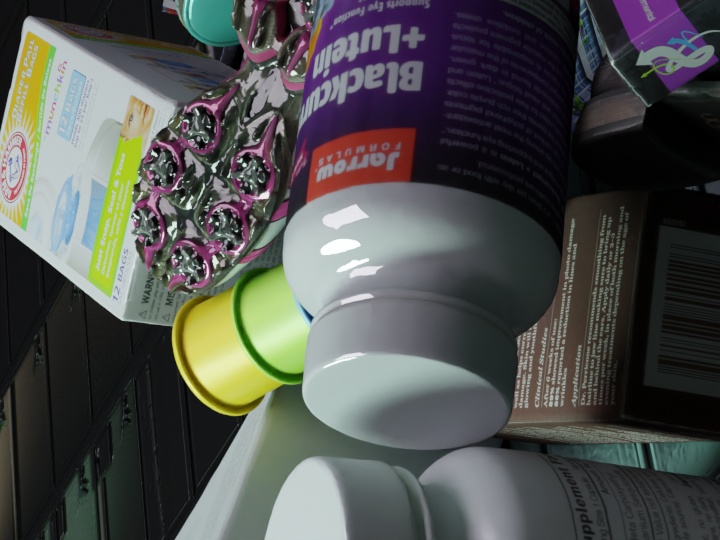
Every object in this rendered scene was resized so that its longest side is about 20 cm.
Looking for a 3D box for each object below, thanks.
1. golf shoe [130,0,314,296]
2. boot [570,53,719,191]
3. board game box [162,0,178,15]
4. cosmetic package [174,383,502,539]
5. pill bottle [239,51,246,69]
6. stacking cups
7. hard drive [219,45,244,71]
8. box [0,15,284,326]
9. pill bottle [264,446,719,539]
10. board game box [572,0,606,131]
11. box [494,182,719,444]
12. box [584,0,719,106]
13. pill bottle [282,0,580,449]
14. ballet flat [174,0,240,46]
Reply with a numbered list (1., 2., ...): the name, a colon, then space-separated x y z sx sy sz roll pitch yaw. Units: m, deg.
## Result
1. golf shoe: -0.032 -0.071 1.280 0.073 0.092 0.201 43 118 21
2. boot: 0.164 -0.127 1.111 0.199 0.069 0.175 -7 61 38
3. board game box: -0.002 -0.204 1.366 0.195 0.056 0.201 21 102 49
4. cosmetic package: -0.038 0.176 1.364 0.200 0.122 0.200 -70 7 -49
5. pill bottle: -0.006 -0.105 1.493 0.113 0.112 0.201 -132 56 -62
6. stacking cups: 0.000 0.000 1.264 0.200 0.060 0.061 -31 50 38
7. hard drive: -0.058 -0.070 1.617 0.135 0.042 0.201 -37 -36 -69
8. box: -0.102 -0.049 1.431 0.200 0.101 0.113 33 111 57
9. pill bottle: 0.067 0.129 1.106 0.114 0.199 0.115 -171 90 -68
10. board game box: 0.131 -0.193 1.268 0.200 0.061 0.201 135 140 -55
11. box: 0.102 0.024 1.237 0.200 0.075 0.101 -6 75 65
12. box: 0.166 -0.167 1.076 0.199 0.036 0.143 -34 41 15
13. pill bottle: 0.027 -0.036 1.129 0.111 0.111 0.201 136 146 -55
14. ballet flat: -0.020 -0.186 1.303 0.200 0.074 0.075 -46 38 34
